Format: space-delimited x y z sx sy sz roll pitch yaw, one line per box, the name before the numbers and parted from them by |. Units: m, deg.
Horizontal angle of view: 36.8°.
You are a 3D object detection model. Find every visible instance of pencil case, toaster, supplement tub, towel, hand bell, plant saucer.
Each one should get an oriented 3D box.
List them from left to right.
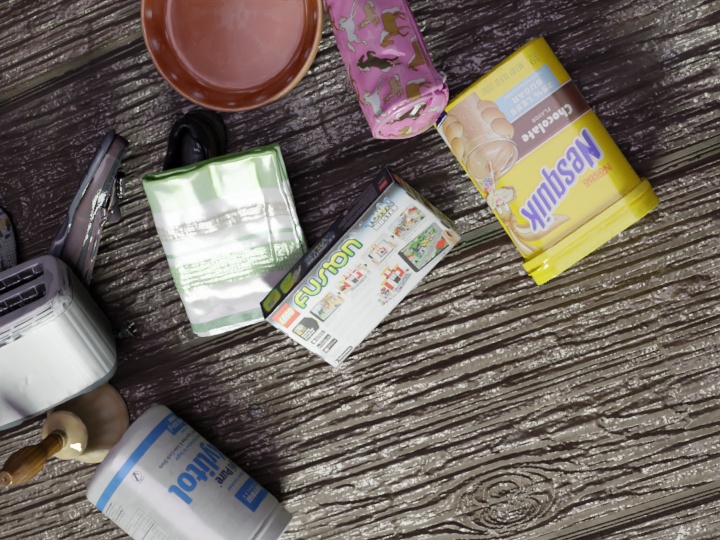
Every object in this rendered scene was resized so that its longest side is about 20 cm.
toaster | -0.353 0.073 1.164 0.198 0.114 0.130 -24 133 -1
hand bell | -0.335 0.188 1.165 0.103 0.200 0.106 2 99 11
supplement tub | -0.187 0.256 1.184 0.199 0.132 0.133 38 103 2
plant saucer | -0.134 -0.270 1.143 0.197 0.032 0.203 1 98 10
towel | -0.129 -0.026 1.119 0.147 0.031 0.202 -15 126 -2
pencil case | 0.021 -0.229 1.063 0.085 0.083 0.202 -16 70 -14

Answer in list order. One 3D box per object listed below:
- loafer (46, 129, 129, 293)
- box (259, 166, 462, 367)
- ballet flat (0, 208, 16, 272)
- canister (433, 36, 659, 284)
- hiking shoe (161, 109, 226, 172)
loafer | -0.293 -0.058 1.195 0.062 0.072 0.201 26 109 -14
box | 0.000 0.000 1.131 0.110 0.035 0.200 36 105 -31
ballet flat | -0.432 0.028 1.226 0.071 0.072 0.203 10 100 9
canister | 0.181 -0.110 1.082 0.148 0.087 0.201 -35 90 15
hiking shoe | -0.183 -0.068 1.147 0.075 0.101 0.203 -2 98 12
